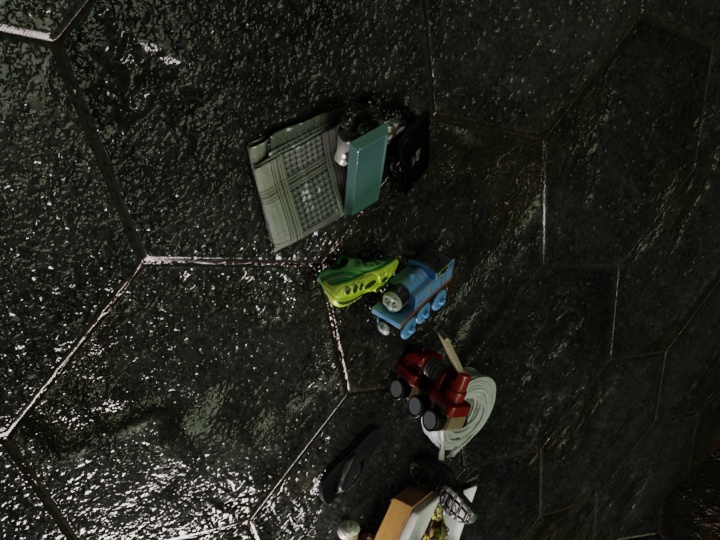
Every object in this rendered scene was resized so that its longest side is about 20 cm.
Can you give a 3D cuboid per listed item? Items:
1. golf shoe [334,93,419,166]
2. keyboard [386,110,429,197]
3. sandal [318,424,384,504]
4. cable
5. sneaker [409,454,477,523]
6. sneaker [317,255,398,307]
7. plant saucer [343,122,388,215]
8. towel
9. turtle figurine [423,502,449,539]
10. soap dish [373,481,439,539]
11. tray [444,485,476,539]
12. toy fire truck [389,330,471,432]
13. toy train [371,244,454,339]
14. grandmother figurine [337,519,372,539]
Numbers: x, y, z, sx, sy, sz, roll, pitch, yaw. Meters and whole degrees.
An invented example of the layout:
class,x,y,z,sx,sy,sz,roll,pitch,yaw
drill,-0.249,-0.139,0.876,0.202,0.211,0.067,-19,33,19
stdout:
class,x,y,z,sx,sy,sz,roll,pitch,yaw
golf shoe,0.020,-0.226,1.186,0.199,0.078,0.095,-27,150,-49
keyboard,0.076,-0.196,1.248,0.104,0.039,0.200,-51,164,-12
sandal,-0.019,0.424,1.585,0.201,0.043,0.076,-52,136,-2
cable,0.231,0.323,1.714,0.199,0.069,0.202,-32,131,-22
sneaker,0.207,0.503,1.716,0.079,0.200,0.076,-15,134,-42
sneaker,0.000,0.000,1.315,0.199,0.084,0.074,-19,149,-53
plant saucer,0.010,-0.155,1.171,0.069,0.019,0.201,-32,159,-18
towel,-0.082,-0.150,1.184,0.191,0.034,0.202,-29,131,-23
turtle figurine,0.189,0.670,1.841,0.063,0.162,0.202,13,125,4
soap dish,0.102,0.610,1.748,0.157,0.081,0.202,-7,123,-62
tray,0.246,0.665,1.971,0.106,0.022,0.203,-5,119,-37
toy fire truck,0.154,0.206,1.499,0.127,0.176,0.203,6,112,-40
toy train,0.100,0.042,1.395,0.199,0.086,0.116,-37,143,-39
grandmother figurine,-0.019,0.655,1.721,0.121,0.060,0.202,-37,137,-32
